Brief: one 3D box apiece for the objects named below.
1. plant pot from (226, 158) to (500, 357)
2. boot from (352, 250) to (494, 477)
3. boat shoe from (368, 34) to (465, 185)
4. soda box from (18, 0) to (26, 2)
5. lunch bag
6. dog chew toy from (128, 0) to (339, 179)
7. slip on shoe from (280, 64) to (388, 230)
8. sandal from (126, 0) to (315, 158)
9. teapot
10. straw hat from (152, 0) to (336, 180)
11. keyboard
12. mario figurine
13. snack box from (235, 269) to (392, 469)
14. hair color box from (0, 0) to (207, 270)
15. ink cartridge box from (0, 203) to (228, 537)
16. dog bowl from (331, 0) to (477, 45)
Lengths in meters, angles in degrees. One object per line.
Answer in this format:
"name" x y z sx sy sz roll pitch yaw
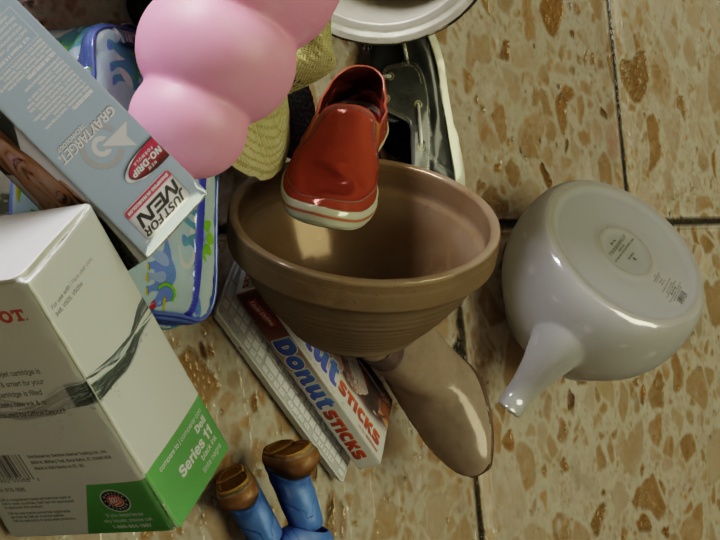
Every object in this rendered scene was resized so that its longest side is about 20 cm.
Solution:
"plant pot" 0.000 0.000 1.597 0.201 0.200 0.093 -37 139 -51
"boot" 0.032 0.068 1.719 0.201 0.070 0.146 61 12 18
"boat shoe" 0.031 -0.145 1.795 0.067 0.072 0.202 -13 90 -30
"soda box" -0.200 -0.270 1.484 0.069 0.063 0.201 56 42 -33
"lunch bag" -0.162 -0.062 1.493 0.160 0.082 0.202 19 70 -55
"dog chew toy" -0.088 -0.150 1.405 0.124 0.124 0.201 33 73 -48
"slip on shoe" -0.015 -0.090 1.598 0.200 0.073 0.062 -72 171 -58
"sandal" -0.106 -0.154 1.625 0.200 0.045 0.076 39 49 -31
"teapot" 0.201 0.026 1.951 0.199 0.146 0.198 5 49 -31
"straw hat" -0.061 -0.167 1.534 0.201 0.084 0.202 49 33 -48
"keyboard" -0.054 0.079 1.683 0.201 0.011 0.057 56 43 -34
"mario figurine" -0.028 0.229 1.606 0.201 0.123 0.106 65 20 -17
"snack box" -0.034 0.061 1.691 0.201 0.024 0.072 57 30 -33
"hair color box" -0.195 -0.089 1.355 0.200 0.099 0.061 45 71 -8
"ink cartridge box" -0.195 0.065 1.364 0.083 0.146 0.201 -56 130 -43
"dog bowl" 0.017 -0.281 1.695 0.074 0.199 0.201 -65 137 -62
